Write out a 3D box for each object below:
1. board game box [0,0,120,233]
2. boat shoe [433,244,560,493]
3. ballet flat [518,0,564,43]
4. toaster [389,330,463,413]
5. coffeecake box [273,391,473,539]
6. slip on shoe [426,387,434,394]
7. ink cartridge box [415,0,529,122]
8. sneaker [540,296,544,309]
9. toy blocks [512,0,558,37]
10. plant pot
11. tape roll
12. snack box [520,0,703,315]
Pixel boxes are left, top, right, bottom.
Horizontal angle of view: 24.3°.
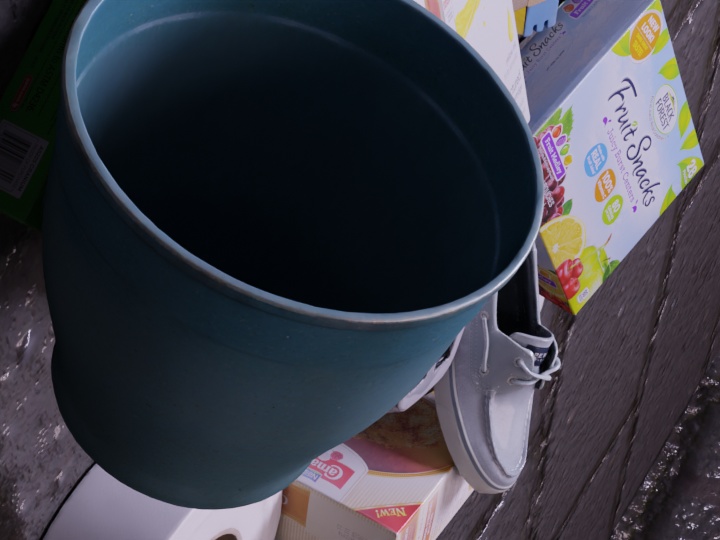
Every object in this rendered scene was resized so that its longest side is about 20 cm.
[{"bbox_3d":[-0.101,-0.076,0.818,0.154,0.040,0.200,-63,161,-3],"label":"board game box"},{"bbox_3d":[0.092,0.048,1.100,0.070,0.071,0.202,-9,94,-50],"label":"boat shoe"},{"bbox_3d":[0.130,-0.218,1.221,0.200,0.068,0.069,-43,164,-24],"label":"ballet flat"},{"bbox_3d":[0.000,0.000,1.046,0.114,0.129,0.201,-32,144,-55],"label":"toaster"},{"bbox_3d":[0.006,0.114,1.170,0.200,0.153,0.073,-45,152,-44],"label":"coffeecake box"},{"bbox_3d":[0.029,-0.016,1.136,0.060,0.076,0.202,10,86,-54],"label":"slip on shoe"},{"bbox_3d":[0.021,-0.132,0.884,0.145,0.083,0.201,-57,143,-48],"label":"ink cartridge box"},{"bbox_3d":[0.151,-0.007,1.523,0.082,0.074,0.201,-15,129,-62],"label":"sneaker"},{"bbox_3d":[0.091,-0.201,1.021,0.199,0.100,0.137,-24,146,-20],"label":"toy blocks"},{"bbox_3d":[-0.050,-0.003,0.719,0.200,0.200,0.188,-45,169,-44],"label":"plant pot"},{"bbox_3d":[-0.131,0.193,1.041,0.203,0.070,0.203,-53,159,-30],"label":"tape roll"},{"bbox_3d":[0.166,-0.092,1.238,0.169,0.068,0.200,-47,144,-14],"label":"snack box"}]
